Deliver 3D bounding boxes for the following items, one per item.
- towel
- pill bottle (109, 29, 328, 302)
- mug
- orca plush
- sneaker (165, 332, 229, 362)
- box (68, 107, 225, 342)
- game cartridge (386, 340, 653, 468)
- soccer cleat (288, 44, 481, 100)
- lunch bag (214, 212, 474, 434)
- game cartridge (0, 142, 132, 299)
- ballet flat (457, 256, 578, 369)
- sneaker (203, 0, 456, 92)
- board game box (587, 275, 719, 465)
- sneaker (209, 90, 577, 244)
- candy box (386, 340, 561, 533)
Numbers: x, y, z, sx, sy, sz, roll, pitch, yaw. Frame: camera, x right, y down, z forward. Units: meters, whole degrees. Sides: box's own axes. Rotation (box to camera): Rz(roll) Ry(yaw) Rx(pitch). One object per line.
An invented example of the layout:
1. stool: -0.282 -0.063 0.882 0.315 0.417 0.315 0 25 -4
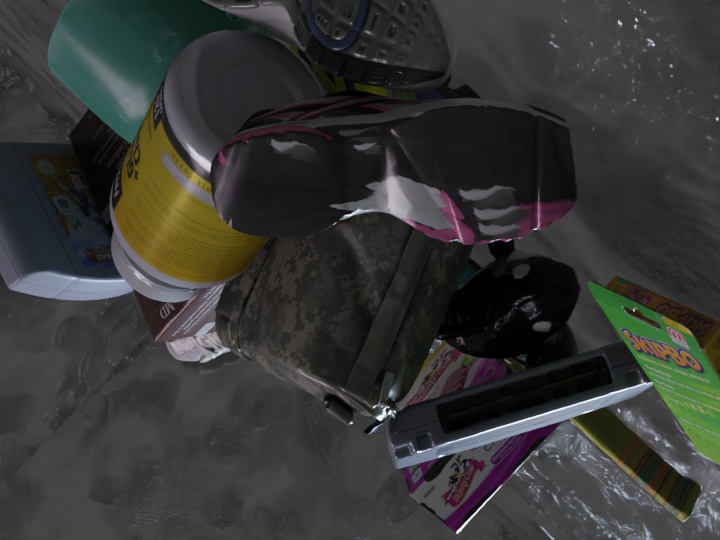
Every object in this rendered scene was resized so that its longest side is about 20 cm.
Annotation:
1. towel: 0.211 0.134 1.028 0.200 0.018 0.086 43 -165 12
2. pill bottle: -0.102 -0.057 0.785 0.112 0.112 0.200 43 142 0
3. mug: -0.131 -0.163 0.845 0.114 0.152 0.185 42 172 2
4. orca plush: 0.081 0.026 0.896 0.199 0.070 0.106 13 113 61
5. sneaker: -0.116 0.052 1.047 0.075 0.100 0.200 48 169 -18
6. box: -0.154 -0.055 0.956 0.100 0.075 0.201 -42 68 40
7. game cartridge: 0.114 0.100 0.878 0.133 0.198 0.042 89 164 -81
8. soccer cleat: 0.000 -0.102 0.757 0.200 0.084 0.065 36 169 45
9. lunch bag: 0.000 0.000 0.837 0.138 0.202 0.168 26 174 -21
10. game cartridge: -0.232 -0.042 0.988 0.134 0.041 0.200 57 -155 11
11. ballet flat: 0.107 0.039 1.013 0.200 0.068 0.068 36 -179 42
12. sneaker: -0.010 -0.151 0.687 0.087 0.075 0.200 22 -169 -48
13. board game box: 0.223 0.076 0.770 0.200 0.030 0.095 47 171 -35
14. sneaker: 0.020 -0.071 0.651 0.087 0.198 0.081 -92 5 -60
15. candy box: 0.095 0.130 1.086 0.061 0.137 0.200 40 -173 -14
